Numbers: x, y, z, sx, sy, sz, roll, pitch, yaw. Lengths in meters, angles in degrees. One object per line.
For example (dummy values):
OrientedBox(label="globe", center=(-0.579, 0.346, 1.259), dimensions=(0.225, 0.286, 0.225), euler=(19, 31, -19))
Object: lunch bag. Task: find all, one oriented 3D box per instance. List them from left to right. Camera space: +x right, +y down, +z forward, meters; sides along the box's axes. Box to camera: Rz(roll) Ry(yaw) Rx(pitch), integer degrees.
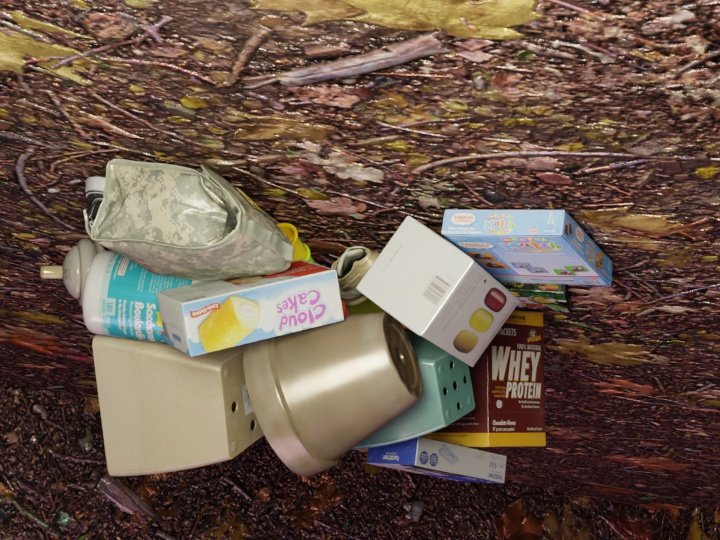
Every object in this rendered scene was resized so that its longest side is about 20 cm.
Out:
OrientedBox(label="lunch bag", center=(-0.189, -0.054, 1.558), dimensions=(0.200, 0.118, 0.164), euler=(7, 167, 22))

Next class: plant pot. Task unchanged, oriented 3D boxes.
OrientedBox(label="plant pot", center=(-0.224, 0.163, 1.785), dimensions=(0.177, 0.200, 0.200), euler=(3, -163, 26))
OrientedBox(label="plant pot", center=(-0.023, 0.136, 1.639), dimensions=(0.173, 0.200, 0.200), euler=(-22, 155, 15))
OrientedBox(label="plant pot", center=(0.044, 0.158, 1.778), dimensions=(0.200, 0.142, 0.141), euler=(-7, -172, 34))

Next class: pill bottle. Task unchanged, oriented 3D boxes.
OrientedBox(label="pill bottle", center=(-0.250, 0.039, 1.698), dimensions=(0.199, 0.111, 0.111), euler=(7, 165, 4))

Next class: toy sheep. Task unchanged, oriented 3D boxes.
OrientedBox(label="toy sheep", center=(-0.345, 0.002, 1.832), dimensions=(0.200, 0.138, 0.138), euler=(-6, 170, -18))

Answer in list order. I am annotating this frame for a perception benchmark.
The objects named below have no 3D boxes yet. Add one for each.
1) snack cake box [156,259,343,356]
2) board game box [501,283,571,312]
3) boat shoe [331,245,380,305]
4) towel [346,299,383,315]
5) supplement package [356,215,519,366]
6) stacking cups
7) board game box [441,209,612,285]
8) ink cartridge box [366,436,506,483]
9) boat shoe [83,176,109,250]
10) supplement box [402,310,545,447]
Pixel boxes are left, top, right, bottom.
OrientedBox(label="snack cake box", center=(-0.135, 0.043, 1.602), dimensions=(0.200, 0.067, 0.115), euler=(-13, -170, -22))
OrientedBox(label="board game box", center=(0.193, 0.030, 1.848), dimensions=(0.200, 0.024, 0.105), euler=(4, 162, 16))
OrientedBox(label="boat shoe", center=(0.000, 0.000, 1.766), dimensions=(0.068, 0.075, 0.200), euler=(43, 162, -15))
OrientedBox(label="towel", center=(-0.003, 0.099, 1.908), dimensions=(0.086, 0.200, 0.018), euler=(14, -164, -23))
OrientedBox(label="supplement package", center=(0.102, 0.030, 1.641), dimensions=(0.109, 0.114, 0.200), euler=(36, -178, 28))
OrientedBox(label="stacking cups", center=(-0.065, 0.017, 1.757), dimensions=(0.060, 0.061, 0.200), euler=(-1, 145, 31))
OrientedBox(label="board game box", center=(0.207, -0.026, 1.601), dimensions=(0.151, 0.037, 0.200), euler=(2, 164, 28))
OrientedBox(label="ink cartridge box", center=(0.111, 0.269, 1.868), dimensions=(0.094, 0.044, 0.200), euler=(-5, 163, 44))
OrientedBox(label="boat shoe", center=(-0.319, -0.065, 1.681), dimensions=(0.073, 0.068, 0.199), euler=(10, 165, -8))
OrientedBox(label="supplement box", center=(0.162, 0.164, 1.975), dimensions=(0.133, 0.201, 0.197), euler=(6, 170, -43))
